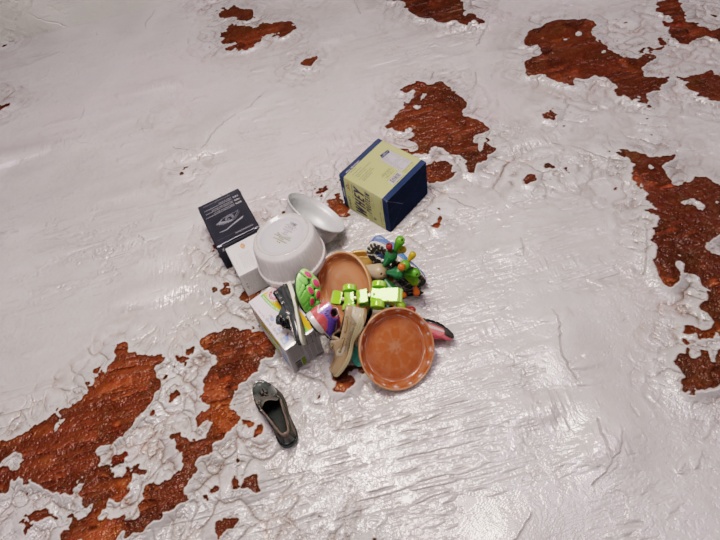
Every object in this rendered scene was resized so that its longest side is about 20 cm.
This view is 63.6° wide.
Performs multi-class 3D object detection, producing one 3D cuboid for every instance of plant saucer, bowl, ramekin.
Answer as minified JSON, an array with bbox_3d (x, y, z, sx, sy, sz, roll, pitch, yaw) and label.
[{"bbox_3d":[0.088,0.194,1.449,0.194,0.032,0.207,0,89,-13],"label":"plant saucer"},{"bbox_3d":[-0.151,-0.140,1.750,0.197,0.092,0.202,27,23,-12],"label":"bowl"},{"bbox_3d":[-0.040,0.050,1.575,0.199,0.204,0.037,37,25,32],"label":"plant saucer"},{"bbox_3d":[-0.199,-0.062,1.578,0.194,0.106,0.204,-8,48,9],"label":"ramekin"}]

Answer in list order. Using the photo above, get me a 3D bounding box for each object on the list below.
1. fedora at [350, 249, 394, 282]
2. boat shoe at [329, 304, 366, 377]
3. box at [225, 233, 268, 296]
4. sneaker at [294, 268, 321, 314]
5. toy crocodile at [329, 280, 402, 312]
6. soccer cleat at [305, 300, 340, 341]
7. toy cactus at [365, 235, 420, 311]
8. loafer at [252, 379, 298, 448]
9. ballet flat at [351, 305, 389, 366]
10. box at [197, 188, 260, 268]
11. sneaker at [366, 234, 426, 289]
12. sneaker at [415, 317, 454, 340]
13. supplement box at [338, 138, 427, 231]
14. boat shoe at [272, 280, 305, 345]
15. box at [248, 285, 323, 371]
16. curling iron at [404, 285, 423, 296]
[{"bbox_3d":[0.000,0.000,1.645,0.194,0.083,0.205,-4,52,6],"label":"fedora"},{"bbox_3d":[-0.046,0.175,1.460,0.063,0.204,0.072,18,21,-12],"label":"boat shoe"},{"bbox_3d":[-0.278,-0.039,1.715,0.197,0.099,0.125,-28,53,-11],"label":"box"},{"bbox_3d":[-0.141,0.077,1.538,0.083,0.203,0.076,28,56,38],"label":"sneaker"},{"bbox_3d":[0.013,0.070,1.476,0.194,0.062,0.069,-6,68,14],"label":"toy crocodile"},{"bbox_3d":[-0.074,0.130,1.486,0.073,0.200,0.069,-39,66,2],"label":"soccer cleat"},{"bbox_3d":[0.079,0.013,1.533,0.161,0.205,0.102,4,25,29],"label":"toy cactus"},{"bbox_3d":[-0.214,0.340,1.434,0.071,0.064,0.201,-30,54,-14],"label":"loafer"},{"bbox_3d":[0.022,0.154,1.533,0.066,0.071,0.203,16,57,21],"label":"ballet flat"},{"bbox_3d":[-0.398,-0.132,1.802,0.145,0.106,0.202,-26,53,-11],"label":"box"},{"bbox_3d":[0.108,-0.031,1.613,0.199,0.078,0.090,40,37,-12],"label":"sneaker"},{"bbox_3d":[0.145,0.166,1.517,0.194,0.074,0.089,13,93,5],"label":"sneaker"},{"bbox_3d":[0.074,-0.269,1.805,0.198,0.136,0.200,32,63,29],"label":"supplement box"},{"bbox_3d":[-0.183,0.112,1.454,0.064,0.075,0.202,-17,51,-3],"label":"boat shoe"},{"bbox_3d":[-0.199,0.147,1.549,0.100,0.114,0.200,-33,53,-17],"label":"box"},{"bbox_3d":[0.078,0.067,1.597,0.194,0.050,0.026,-8,69,-2],"label":"curling iron"}]
